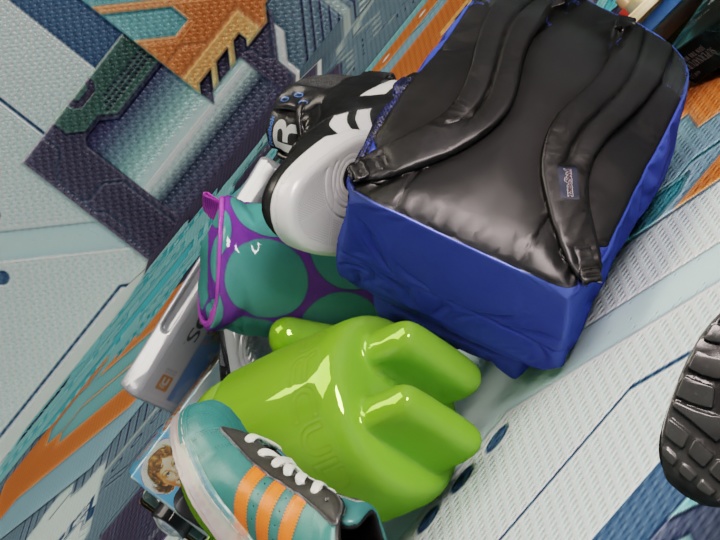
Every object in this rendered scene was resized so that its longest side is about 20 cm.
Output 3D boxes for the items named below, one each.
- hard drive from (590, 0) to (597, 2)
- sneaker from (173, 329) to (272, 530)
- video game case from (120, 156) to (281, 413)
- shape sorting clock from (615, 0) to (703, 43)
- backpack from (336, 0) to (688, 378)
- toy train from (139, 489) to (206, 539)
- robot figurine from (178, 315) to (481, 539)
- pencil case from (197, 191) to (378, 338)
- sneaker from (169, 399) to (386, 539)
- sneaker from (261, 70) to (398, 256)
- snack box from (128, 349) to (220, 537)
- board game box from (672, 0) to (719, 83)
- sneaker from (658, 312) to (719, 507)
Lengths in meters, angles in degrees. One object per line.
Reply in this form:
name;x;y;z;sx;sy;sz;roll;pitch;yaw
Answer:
hard drive;0.160;-0.235;1.643;0.140;0.038;0.201;-59;-9;-60
sneaker;-0.077;0.100;1.624;0.114;0.075;0.201;-38;60;31
video game case;-0.054;0.033;1.743;0.022;0.200;0.183;35;94;38
shape sorting clock;0.182;-0.163;1.637;0.200;0.039;0.200;-41;-8;-7
backpack;0.087;-0.057;1.458;0.201;0.162;0.168;-60;-7;-29
toy train;-0.093;0.120;1.906;0.200;0.085;0.114;-55;1;-16
robot figurine;-0.024;0.099;1.464;0.199;0.115;0.176;-27;48;34
pencil case;0.000;0.000;1.557;0.085;0.199;0.093;110;162;-60
sneaker;-0.030;0.137;1.358;0.080;0.200;0.071;-41;-31;11
sneaker;-0.026;-0.066;1.523;0.111;0.074;0.200;11;26;32
snack box;-0.051;0.092;1.688;0.200;0.116;0.037;-53;8;-4
board game box;0.253;-0.189;1.488;0.136;0.028;0.200;-54;4;-11
sneaker;0.191;0.020;1.037;0.200;0.076;0.088;-51;-5;-13
